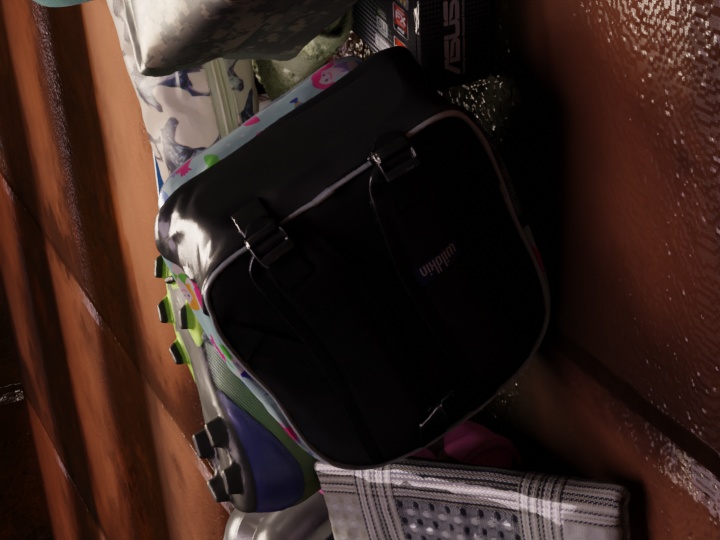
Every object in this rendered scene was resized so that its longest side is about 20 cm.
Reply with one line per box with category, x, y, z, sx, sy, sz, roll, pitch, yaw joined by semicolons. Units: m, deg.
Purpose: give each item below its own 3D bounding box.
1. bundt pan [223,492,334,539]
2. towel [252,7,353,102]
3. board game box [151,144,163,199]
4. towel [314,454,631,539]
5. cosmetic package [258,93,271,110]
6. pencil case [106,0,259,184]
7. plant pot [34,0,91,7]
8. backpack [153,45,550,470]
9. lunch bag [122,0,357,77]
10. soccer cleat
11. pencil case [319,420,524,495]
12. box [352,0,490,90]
bundt pan;-0.025;0.233;1.204;0.202;0.076;0.202;43;158;22
towel;-0.059;-0.205;1.005;0.148;0.036;0.200;137;117;-71
board game box;-0.110;-0.081;1.215;0.196;0.056;0.200;84;178;-86
towel;0.067;0.197;0.935;0.193;0.035;0.200;4;115;31
cosmetic package;-0.025;-0.016;1.132;0.102;0.074;0.200;-144;45;-61
pencil case;-0.101;-0.132;1.008;0.089;0.078;0.200;16;127;48
plant pot;-0.187;-0.273;1.120;0.201;0.201;0.161;37;153;61
backpack;0.000;0.000;0.893;0.200;0.178;0.151;57;175;-37
lunch bag;-0.065;-0.221;0.852;0.164;0.118;0.200;-31;74;56
soccer cleat;-0.065;0.041;0.988;0.065;0.084;0.200;146;112;-66
pencil case;0.002;0.115;1.033;0.200;0.091;0.094;22;161;39
box;0.008;-0.211;0.932;0.200;0.044;0.160;-129;29;-50
